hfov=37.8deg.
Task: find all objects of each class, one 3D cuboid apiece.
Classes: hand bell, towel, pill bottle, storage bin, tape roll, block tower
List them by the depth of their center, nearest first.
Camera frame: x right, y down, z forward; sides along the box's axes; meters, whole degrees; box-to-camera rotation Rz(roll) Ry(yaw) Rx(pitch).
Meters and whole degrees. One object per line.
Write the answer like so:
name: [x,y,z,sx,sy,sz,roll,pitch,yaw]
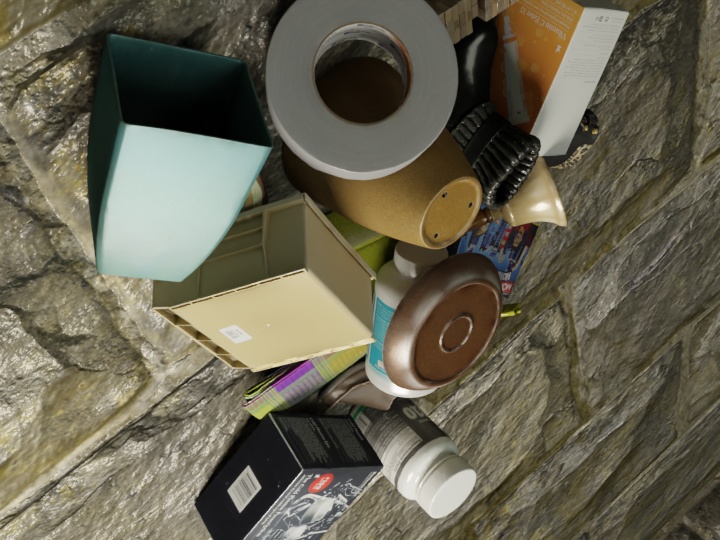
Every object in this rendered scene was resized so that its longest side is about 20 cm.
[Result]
tape roll: [-0.001,-0.198,1.094,0.200,0.200,0.066,-45,-177,-5]
storage bin: [-0.106,0.025,1.208,0.197,0.095,0.200,-15,149,18]
block tower: [0.121,-0.317,1.234,0.199,0.058,0.054,-38,143,-19]
pill bottle: [0.069,0.059,1.387,0.110,0.111,0.202,-19,130,-35]
hand bell: [0.161,-0.071,1.389,0.198,0.105,0.104,-22,143,6]
towel: [-0.066,0.134,1.425,0.199,0.023,0.144,-35,162,-3]
towel: [0.127,0.071,1.494,0.086,0.198,0.018,-22,103,-74]
pill bottle: [0.078,0.277,1.610,0.113,0.200,0.114,-28,140,-26]

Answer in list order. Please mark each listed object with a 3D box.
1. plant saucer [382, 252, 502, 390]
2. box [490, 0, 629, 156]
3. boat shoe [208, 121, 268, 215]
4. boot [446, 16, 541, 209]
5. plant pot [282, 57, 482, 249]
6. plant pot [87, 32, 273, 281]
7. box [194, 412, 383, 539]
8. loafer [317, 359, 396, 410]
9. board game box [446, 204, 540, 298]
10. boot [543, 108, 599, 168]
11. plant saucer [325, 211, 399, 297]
plant saucer: [0.114,0.073,1.332,0.199,0.032,0.202,-25,133,-29]
box: [0.230,-0.263,1.337,0.097,0.124,0.201,-7,128,-42]
boat shoe: [-0.145,-0.086,1.159,0.076,0.072,0.201,-23,138,-7]
boot: [0.158,-0.199,1.292,0.079,0.158,0.213,-13,132,-39]
plant pot: [0.042,-0.118,1.210,0.185,0.200,0.188,-27,139,-27]
plant pot: [-0.194,-0.095,1.016,0.140,0.142,0.201,7,131,-26]
box: [-0.101,0.308,1.505,0.181,0.104,0.200,9,126,-51]
loafer: [0.026,0.170,1.549,0.199,0.071,0.073,-14,160,-39]
board game box: [0.160,-0.029,1.506,0.199,0.061,0.201,15,102,-51]
boot: [0.281,-0.222,1.474,0.150,0.073,0.201,-1,127,-45]
plant saucer: [0.000,0.000,1.404,0.199,0.048,0.201,-26,139,-28]
